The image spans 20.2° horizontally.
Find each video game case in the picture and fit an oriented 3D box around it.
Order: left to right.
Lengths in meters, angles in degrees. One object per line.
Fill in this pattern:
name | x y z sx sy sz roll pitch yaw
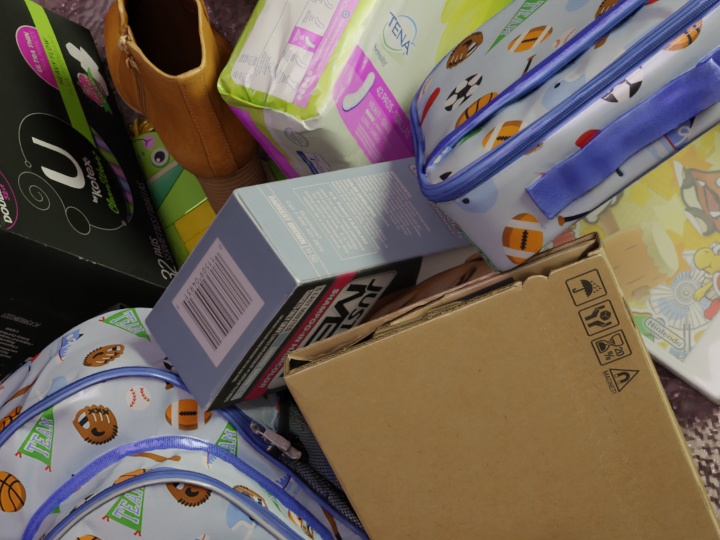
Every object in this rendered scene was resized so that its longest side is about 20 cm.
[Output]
video game case | 0.162 -0.059 1.068 0.200 0.023 0.182 36 92 23

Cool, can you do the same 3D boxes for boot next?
boot | -0.105 -0.131 1.093 0.071 0.144 0.201 -26 51 -6

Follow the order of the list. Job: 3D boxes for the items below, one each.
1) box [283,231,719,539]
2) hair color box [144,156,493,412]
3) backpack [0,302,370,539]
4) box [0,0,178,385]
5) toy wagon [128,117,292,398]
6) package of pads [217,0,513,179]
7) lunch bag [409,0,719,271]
box | 0.073 0.092 0.984 0.163 0.200 0.021 -22 32 8
hair color box | 0.000 0.000 1.008 0.061 0.200 0.099 54 129 20
backpack | -0.107 0.123 1.026 0.200 0.154 0.191 -41 106 10
box | -0.210 -0.049 1.104 0.124 0.148 0.201 -37 57 23
toy wagon | -0.092 -0.005 1.140 0.155 0.040 0.200 -34 70 10
package of pads | 0.014 -0.136 1.050 0.068 0.155 0.201 21 76 25
lunch bag | 0.115 -0.095 0.938 0.200 0.160 0.076 -38 109 16
